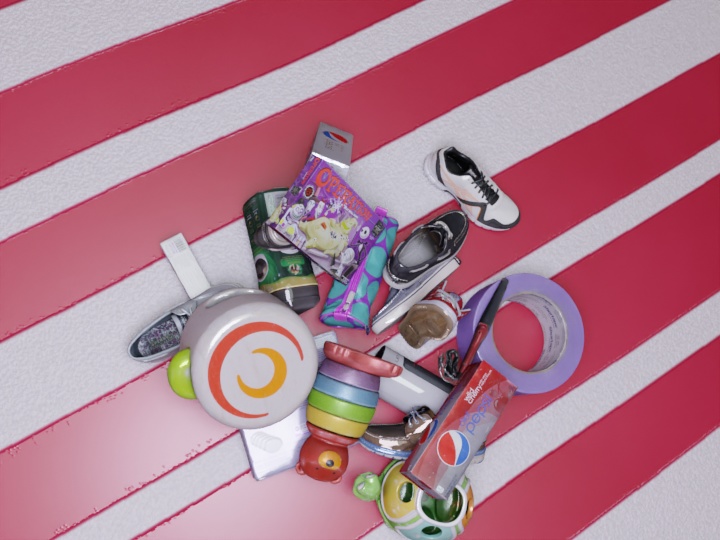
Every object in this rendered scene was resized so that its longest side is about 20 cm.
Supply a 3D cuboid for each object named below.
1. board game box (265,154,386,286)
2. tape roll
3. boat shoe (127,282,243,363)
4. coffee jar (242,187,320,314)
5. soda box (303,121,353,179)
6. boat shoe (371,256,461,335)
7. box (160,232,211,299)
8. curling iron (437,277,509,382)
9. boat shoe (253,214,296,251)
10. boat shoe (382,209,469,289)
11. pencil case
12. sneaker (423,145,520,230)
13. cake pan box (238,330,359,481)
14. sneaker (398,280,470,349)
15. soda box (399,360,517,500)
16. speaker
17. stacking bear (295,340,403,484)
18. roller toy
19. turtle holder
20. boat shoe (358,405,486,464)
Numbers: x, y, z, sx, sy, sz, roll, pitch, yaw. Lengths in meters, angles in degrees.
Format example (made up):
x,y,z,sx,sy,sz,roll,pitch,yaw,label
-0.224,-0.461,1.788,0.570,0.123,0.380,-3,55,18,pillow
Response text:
x,y,z,sx,sy,sz,roll,pitch,yaw,label
-0.045,-0.069,1.105,0.032,0.200,0.120,25,80,38,board game box
0.270,0.110,1.267,0.199,0.085,0.201,3,77,-13,tape roll
-0.262,0.084,1.126,0.200,0.072,0.070,-31,86,6,boat shoe
-0.126,-0.024,1.194,0.085,0.104,0.201,-7,80,-30,coffee jar
-0.053,-0.176,1.195,0.063,0.200,0.068,20,113,-9,soda box
0.071,0.017,1.254,0.200,0.075,0.093,-39,82,-25,boat shoe
-0.255,0.037,1.187,0.041,0.039,0.201,-30,86,-13,box
0.187,0.092,1.194,0.050,0.026,0.200,38,73,-6,curling iron
-0.078,-0.070,1.150,0.199,0.057,0.067,-14,88,-44,boat shoe
0.116,-0.046,1.217,0.200,0.060,0.074,-35,75,-30,boat shoe
0.000,0.000,1.224,0.085,0.092,0.201,17,74,0,pencil case
0.201,-0.142,1.307,0.200,0.080,0.074,35,72,-5,sneaker
-0.100,0.210,1.181,0.199,0.052,0.185,-18,85,-15,cake pan box
0.133,0.060,1.187,0.112,0.200,0.071,-37,87,-18,sneaker
0.143,0.232,1.091,0.070,0.063,0.200,38,70,-2,soda box
0.102,0.204,1.212,0.199,0.081,0.081,31,74,-5,speaker
-0.033,0.217,1.115,0.121,0.114,0.201,20,85,-18,stacking bear
-0.162,0.123,1.074,0.200,0.140,0.183,36,86,-25,roller toy
0.091,0.341,1.154,0.185,0.132,0.141,42,74,-2,turtle holder
0.097,0.248,1.153,0.199,0.072,0.073,5,102,-7,boat shoe
